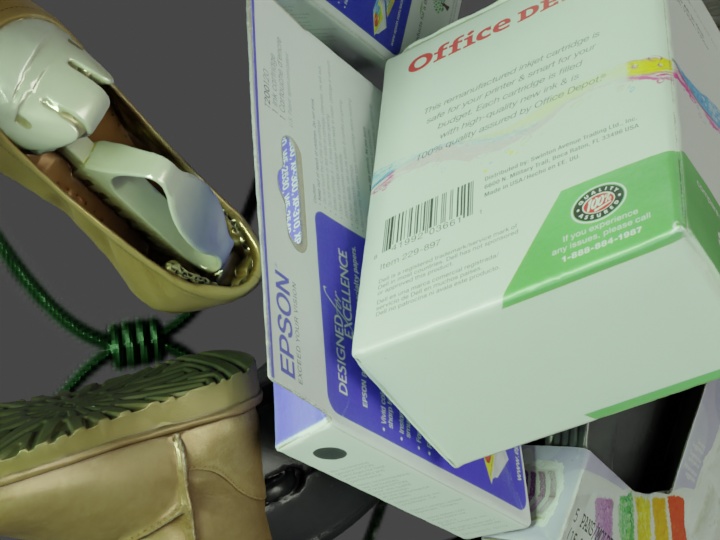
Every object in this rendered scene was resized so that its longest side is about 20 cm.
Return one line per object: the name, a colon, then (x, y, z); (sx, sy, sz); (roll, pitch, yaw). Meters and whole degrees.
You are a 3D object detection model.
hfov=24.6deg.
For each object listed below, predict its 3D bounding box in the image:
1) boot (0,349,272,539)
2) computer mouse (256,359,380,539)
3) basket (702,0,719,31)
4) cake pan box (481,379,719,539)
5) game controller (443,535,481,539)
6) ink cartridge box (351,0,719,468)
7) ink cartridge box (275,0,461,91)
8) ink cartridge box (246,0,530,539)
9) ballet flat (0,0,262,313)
boot: (-0.096, 0.148, 0.664); (0.175, 0.066, 0.200); (-13, 103, -25)
computer mouse: (-0.025, 0.091, 0.764); (0.200, 0.053, 0.139); (-40, 117, -38)
basket: (0.197, -0.111, 0.876); (0.135, 0.200, 0.124); (9, 90, -27)
cake pan box: (0.154, 0.096, 0.843); (0.200, 0.052, 0.184); (44, 57, -38)
game controller: (0.046, 0.238, 0.847); (0.104, 0.042, 0.200); (-20, 104, -44)
ink cartridge box: (0.084, -0.034, 0.703); (0.088, 0.145, 0.200); (48, 31, -35)
ink cartridge box: (-0.016, -0.161, 0.762); (0.200, 0.039, 0.100); (32, 68, -53)
ink cartridge box: (0.000, 0.000, 0.732); (0.200, 0.043, 0.198); (36, 41, -47)
ballet flat: (-0.107, -0.054, 0.670); (0.200, 0.063, 0.069); (45, 62, -36)
